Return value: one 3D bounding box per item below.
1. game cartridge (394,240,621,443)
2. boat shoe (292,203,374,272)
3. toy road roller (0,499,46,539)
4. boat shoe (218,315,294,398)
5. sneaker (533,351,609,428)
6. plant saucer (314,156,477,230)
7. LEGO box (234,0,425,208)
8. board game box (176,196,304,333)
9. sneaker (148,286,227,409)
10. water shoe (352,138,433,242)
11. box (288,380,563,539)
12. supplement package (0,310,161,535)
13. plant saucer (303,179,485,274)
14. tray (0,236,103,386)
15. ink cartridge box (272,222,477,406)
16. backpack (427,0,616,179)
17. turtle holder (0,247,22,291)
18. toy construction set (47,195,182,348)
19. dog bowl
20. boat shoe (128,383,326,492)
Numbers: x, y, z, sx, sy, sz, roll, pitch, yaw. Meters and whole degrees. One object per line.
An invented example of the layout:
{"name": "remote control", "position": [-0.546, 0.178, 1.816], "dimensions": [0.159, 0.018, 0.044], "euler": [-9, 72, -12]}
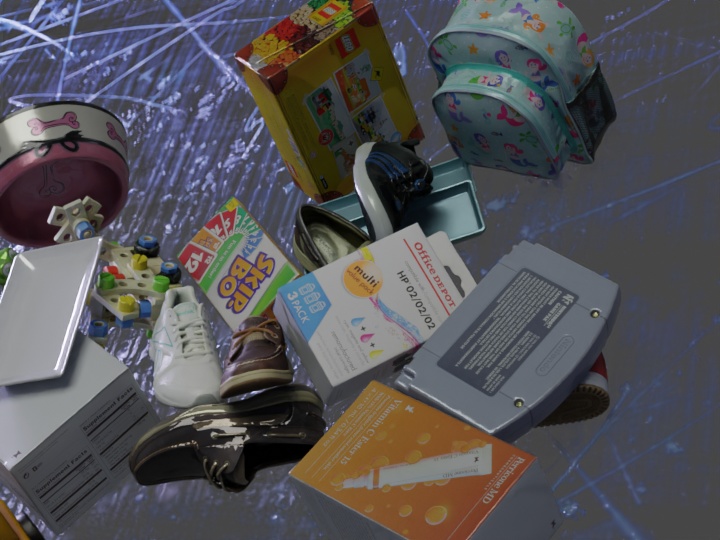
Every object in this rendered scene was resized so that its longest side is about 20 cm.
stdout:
{"name": "game cartridge", "position": [0.143, 0.068, 1.483], "dimensions": [0.133, 0.042, 0.200], "euler": [32, 64, 27]}
{"name": "boat shoe", "position": [0.000, -0.001, 1.676], "dimensions": [0.072, 0.066, 0.201], "euler": [-42, 58, -17]}
{"name": "toy road roller", "position": [-0.345, 0.285, 1.507], "dimensions": [0.123, 0.146, 0.200], "euler": [-36, 41, -13]}
{"name": "boat shoe", "position": [-0.104, 0.080, 1.583], "dimensions": [0.072, 0.072, 0.200], "euler": [-13, 0, 5]}
{"name": "sneaker", "position": [0.133, 0.091, 1.535], "dimensions": [0.200, 0.071, 0.113], "euler": [-5, 47, 10]}
{"name": "plant saucer", "position": [0.031, -0.071, 1.801], "dimensions": [0.200, 0.019, 0.070], "euler": [-19, 41, 8]}
{"name": "LEGO box", "position": [-0.031, -0.194, 1.822], "dimensions": [0.149, 0.200, 0.077], "euler": [-37, 42, -14]}
{"name": "board game box", "position": [-0.127, 0.003, 1.775], "dimensions": [0.096, 0.030, 0.200], "euler": [-46, 44, 3]}
{"name": "sneaker", "position": [-0.180, 0.080, 1.658], "dimensions": [0.070, 0.080, 0.200], "euler": [-1, 23, -18]}
{"name": "water shoe", "position": [0.036, -0.095, 1.704], "dimensions": [0.079, 0.072, 0.200], "euler": [-15, 25, 6]}
{"name": "box", "position": [0.057, 0.201, 1.434], "dimensions": [0.200, 0.098, 0.124], "euler": [22, 59, 40]}
{"name": "supplement package", "position": [-0.326, 0.145, 1.675], "dimensions": [0.156, 0.111, 0.200], "euler": [-42, 44, -19]}
{"name": "plant saucer", "position": [0.033, -0.035, 1.740], "dimensions": [0.200, 0.019, 0.070], "euler": [-18, 56, 6]}
{"name": "tray", "position": [-0.328, 0.048, 1.677], "dimensions": [0.107, 0.022, 0.200], "euler": [-10, 42, 16]}
{"name": "ink cartridge box", "position": [0.029, 0.034, 1.592], "dimensions": [0.200, 0.068, 0.115], "euler": [-26, 74, -17]}
{"name": "backpack", "position": [0.164, -0.202, 1.735], "dimensions": [0.177, 0.200, 0.151], "euler": [14, 53, 36]}
{"name": "turtle holder", "position": [-0.461, 0.058, 1.819], "dimensions": [0.185, 0.132, 0.141], "euler": [-13, 41, 14]}
{"name": "toy construction set", "position": [-0.269, 0.006, 1.787], "dimensions": [0.131, 0.092, 0.200], "euler": [-8, 47, -29]}
{"name": "dog bowl", "position": [-0.361, -0.105, 1.907], "dimensions": [0.200, 0.200, 0.074], "euler": [-24, 58, 1]}
{"name": "boat shoe", "position": [-0.128, 0.172, 1.573], "dimensions": [0.200, 0.075, 0.073], "euler": [-20, 51, 4]}
